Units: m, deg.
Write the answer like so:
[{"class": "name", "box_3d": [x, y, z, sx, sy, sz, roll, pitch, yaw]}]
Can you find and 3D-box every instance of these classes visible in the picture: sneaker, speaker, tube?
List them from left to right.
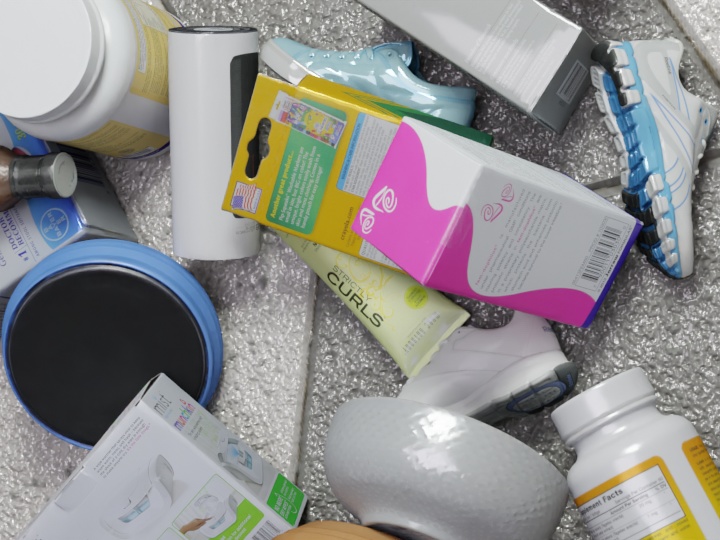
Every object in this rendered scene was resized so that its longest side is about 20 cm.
[{"class": "speaker", "box_3d": [-0.128, -0.111, 1.334, 0.081, 0.081, 0.201, 6, 104, 21]}, {"class": "tube", "box_3d": [0.000, 0.000, 1.323, 0.200, 0.052, 0.058, 44, 140, 14]}, {"class": "sneaker", "box_3d": [0.011, -0.169, 1.319, 0.200, 0.074, 0.082, 27, 95, 9]}, {"class": "sneaker", "box_3d": [0.084, 0.098, 1.282, 0.200, 0.074, 0.087, -26, 61, 15]}, {"class": "sneaker", "box_3d": [0.252, -0.094, 1.223, 0.086, 0.075, 0.201, -14, 94, -13]}]

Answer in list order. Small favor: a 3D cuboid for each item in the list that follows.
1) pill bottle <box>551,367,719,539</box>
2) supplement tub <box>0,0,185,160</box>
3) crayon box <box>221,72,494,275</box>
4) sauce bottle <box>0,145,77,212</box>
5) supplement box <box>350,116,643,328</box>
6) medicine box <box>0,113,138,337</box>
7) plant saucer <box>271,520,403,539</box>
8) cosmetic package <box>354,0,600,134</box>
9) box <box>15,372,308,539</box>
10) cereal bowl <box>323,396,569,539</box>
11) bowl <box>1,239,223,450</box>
[{"class": "pill bottle", "box_3d": [0.230, 0.183, 1.187, 0.111, 0.111, 0.200, -31, 76, 17]}, {"class": "supplement tub", "box_3d": [-0.239, -0.180, 1.343, 0.145, 0.200, 0.146, -2, 86, 21]}, {"class": "crayon box", "box_3d": [-0.002, -0.081, 1.267, 0.199, 0.052, 0.126, 19, 111, 3]}, {"class": "sauce bottle", "box_3d": [-0.346, -0.081, 1.341, 0.199, 0.065, 0.065, -3, 85, 21]}, {"class": "supplement box", "box_3d": [0.108, -0.035, 1.186, 0.103, 0.200, 0.101, 38, 106, 43]}, {"class": "medicine box", "box_3d": [-0.343, -0.056, 1.428, 0.200, 0.103, 0.183, -33, 76, 15]}, {"class": "plant saucer", "box_3d": [0.019, 0.255, 1.233, 0.200, 0.200, 0.038, 13, 61, 21]}, {"class": "cosmetic package", "box_3d": [0.096, -0.207, 1.268, 0.200, 0.107, 0.090, 34, 98, 21]}, {"class": "box", "box_3d": [-0.178, 0.226, 1.319, 0.176, 0.097, 0.200, 40, 102, -3]}, {"class": "cereal bowl", "box_3d": [0.059, 0.181, 1.201, 0.199, 0.200, 0.084, 13, 66, 21]}, {"class": "bowl", "box_3d": [-0.223, 0.072, 1.356, 0.200, 0.039, 0.201, 1, 111, 2]}]
